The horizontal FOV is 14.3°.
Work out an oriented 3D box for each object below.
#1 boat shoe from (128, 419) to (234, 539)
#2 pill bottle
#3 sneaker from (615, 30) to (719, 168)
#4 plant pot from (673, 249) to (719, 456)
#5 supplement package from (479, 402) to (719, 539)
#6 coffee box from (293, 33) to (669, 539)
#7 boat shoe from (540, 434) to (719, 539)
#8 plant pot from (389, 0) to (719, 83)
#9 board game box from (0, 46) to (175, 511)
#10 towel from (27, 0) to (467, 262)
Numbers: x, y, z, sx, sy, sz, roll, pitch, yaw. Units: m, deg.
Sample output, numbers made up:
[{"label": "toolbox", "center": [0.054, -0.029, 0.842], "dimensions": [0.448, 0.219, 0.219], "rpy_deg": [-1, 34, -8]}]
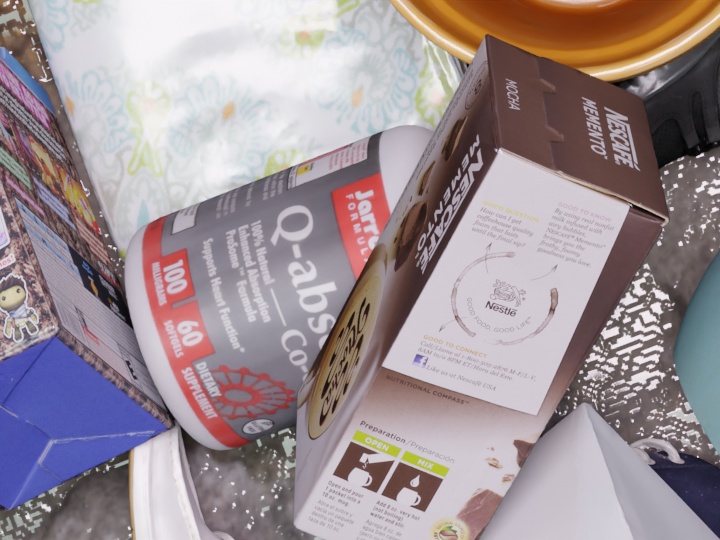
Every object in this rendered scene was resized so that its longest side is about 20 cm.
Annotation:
[{"label": "boat shoe", "center": [-0.069, 0.162, 1.412], "dimensions": [0.069, 0.071, 0.201], "rpy_deg": [-11, 100, 4]}, {"label": "pill bottle", "center": [0.000, 0.000, 1.349], "dimensions": [0.199, 0.116, 0.116], "rpy_deg": [-21, 89, 14]}, {"label": "sneaker", "center": [0.182, -0.090, 1.374], "dimensions": [0.200, 0.073, 0.082], "rpy_deg": [-43, 88, 6]}, {"label": "plant pot", "center": [0.242, 0.038, 1.314], "dimensions": [0.161, 0.201, 0.201], "rpy_deg": [-39, 87, 17]}, {"label": "supplement package", "center": [0.082, 0.205, 1.235], "dimensions": [0.200, 0.191, 0.147], "rpy_deg": [-40, 113, 13]}, {"label": "coffee box", "center": [0.047, 0.017, 1.227], "dimensions": [0.079, 0.113, 0.201], "rpy_deg": [22, 117, -12]}, {"label": "boat shoe", "center": [0.111, 0.107, 1.379], "dimensions": [0.200, 0.075, 0.093], "rpy_deg": [44, 61, -4]}, {"label": "plant pot", "center": [0.099, -0.181, 1.326], "dimensions": [0.199, 0.183, 0.202], "rpy_deg": [0, 90, 6]}, {"label": "board game box", "center": [-0.185, -0.012, 1.343], "dimensions": [0.096, 0.159, 0.201], "rpy_deg": [-26, 66, 6]}, {"label": "towel", "center": [-0.054, -0.116, 1.413], "dimensions": [0.199, 0.048, 0.172], "rpy_deg": [-20, 88, 7]}]
